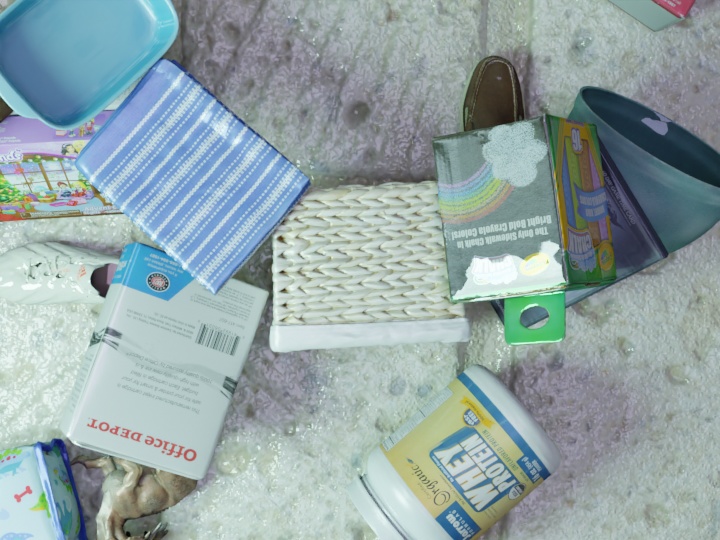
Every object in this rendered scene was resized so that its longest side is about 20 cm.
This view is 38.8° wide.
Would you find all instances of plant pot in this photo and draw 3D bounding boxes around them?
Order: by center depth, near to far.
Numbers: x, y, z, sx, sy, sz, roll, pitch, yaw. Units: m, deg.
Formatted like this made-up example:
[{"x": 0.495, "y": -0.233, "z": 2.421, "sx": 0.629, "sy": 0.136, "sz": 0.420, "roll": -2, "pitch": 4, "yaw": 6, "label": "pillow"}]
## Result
[{"x": 0.288, "y": -0.086, "z": 1.091, "sx": 0.200, "sy": 0.201, "sz": 0.135, "roll": 26, "pitch": 116, "yaw": -4, "label": "plant pot"}]

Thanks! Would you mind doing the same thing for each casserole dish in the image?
[{"x": -0.262, "y": -0.218, "z": 0.961, "sx": 0.121, "sy": 0.039, "sz": 0.200, "roll": 50, "pitch": 65, "yaw": -20, "label": "casserole dish"}]

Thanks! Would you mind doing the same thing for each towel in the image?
[{"x": -0.162, "y": -0.094, "z": 0.970, "sx": 0.200, "sy": 0.024, "sz": 0.145, "roll": 41, "pitch": 88, "yaw": 13, "label": "towel"}]

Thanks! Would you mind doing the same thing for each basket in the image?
[{"x": 0.000, "y": 0.000, "z": 1.060, "sx": 0.199, "sy": 0.198, "sz": 0.162, "roll": -5, "pitch": 88, "yaw": -3, "label": "basket"}]

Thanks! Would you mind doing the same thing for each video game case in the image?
[{"x": 0.195, "y": -0.033, "z": 1.049, "sx": 0.200, "sy": 0.019, "sz": 0.143, "roll": -32, "pitch": 88, "yaw": 40, "label": "video game case"}]

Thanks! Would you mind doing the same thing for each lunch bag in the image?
[{"x": -0.379, "y": 0.296, "z": 1.076, "sx": 0.169, "sy": 0.127, "sz": 0.201, "roll": -17, "pitch": 83, "yaw": -3, "label": "lunch bag"}]

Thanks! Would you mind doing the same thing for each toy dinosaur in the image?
[{"x": -0.225, "y": 0.238, "z": 1.110, "sx": 0.199, "sy": 0.086, "sz": 0.136, "roll": -31, "pitch": 101, "yaw": -15, "label": "toy dinosaur"}]

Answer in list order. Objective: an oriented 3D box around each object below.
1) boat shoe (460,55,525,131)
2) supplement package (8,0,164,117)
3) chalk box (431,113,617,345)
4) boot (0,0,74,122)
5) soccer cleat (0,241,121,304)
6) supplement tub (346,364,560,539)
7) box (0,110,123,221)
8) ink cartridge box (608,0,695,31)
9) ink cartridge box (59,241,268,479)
[{"x": 0.149, "y": -0.138, "z": 1.124, "sx": 0.074, "sy": 0.075, "sz": 0.204, "roll": 2, "pitch": 91, "yaw": -4, "label": "boat shoe"}, {"x": -0.310, "y": -0.217, "z": 1.068, "sx": 0.199, "sy": 0.120, "sz": 0.122, "roll": -3, "pitch": 91, "yaw": -4, "label": "supplement package"}, {"x": 0.157, "y": -0.033, "z": 0.957, "sx": 0.124, "sy": 0.124, "sz": 0.201, "roll": -8, "pitch": 88, "yaw": 34, "label": "chalk box"}, {"x": -0.378, "y": -0.214, "z": 0.966, "sx": 0.200, "sy": 0.070, "sz": 0.146, "roll": -44, "pitch": 97, "yaw": -13, "label": "boot"}, {"x": -0.305, "y": 0.006, "z": 1.096, "sx": 0.199, "sy": 0.078, "sz": 0.070, "roll": 3, "pitch": 91, "yaw": -4, "label": "soccer cleat"}, {"x": 0.099, "y": 0.214, "z": 1.095, "sx": 0.200, "sy": 0.145, "sz": 0.145, "roll": -41, "pitch": 94, "yaw": -2, "label": "supplement tub"}, {"x": -0.325, "y": -0.105, "z": 1.063, "sx": 0.199, "sy": 0.137, "sz": 0.039, "roll": -4, "pitch": 60, "yaw": -3, "label": "box"}, {"x": 0.334, "y": -0.391, "z": 1.125, "sx": 0.145, "sy": 0.083, "sz": 0.201, "roll": 31, "pitch": 89, "yaw": -5, "label": "ink cartridge box"}, {"x": -0.198, "y": 0.090, "z": 1.028, "sx": 0.145, "sy": 0.084, "sz": 0.201, "roll": 22, "pitch": 82, "yaw": -21, "label": "ink cartridge box"}]
